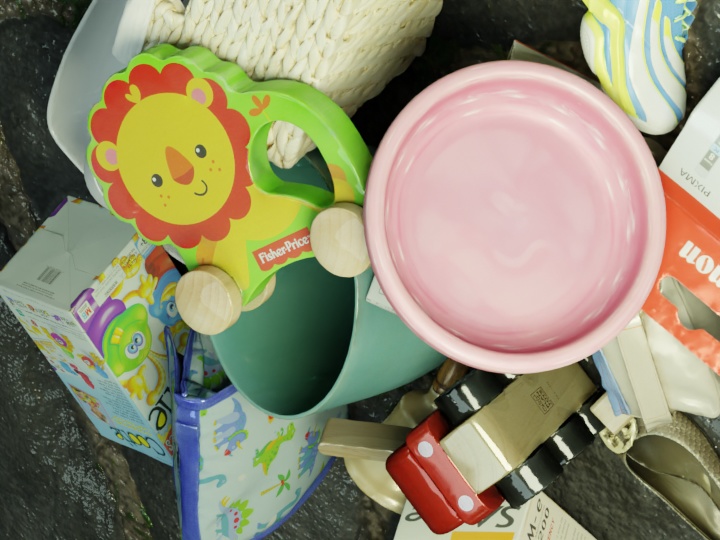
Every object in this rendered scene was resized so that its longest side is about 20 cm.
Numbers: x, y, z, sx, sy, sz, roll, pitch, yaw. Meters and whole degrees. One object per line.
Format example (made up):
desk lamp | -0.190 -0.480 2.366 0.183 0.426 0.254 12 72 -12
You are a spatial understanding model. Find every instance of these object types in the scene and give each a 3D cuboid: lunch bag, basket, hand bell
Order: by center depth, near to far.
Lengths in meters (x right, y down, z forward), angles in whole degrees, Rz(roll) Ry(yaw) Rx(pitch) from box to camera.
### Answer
basket | -0.040 -0.213 1.562 0.160 0.200 0.199 37 135 12
hand bell | 0.070 0.085 1.762 0.104 0.104 0.201 35 123 16
lunch bag | -0.094 0.114 1.810 0.126 0.200 0.171 12 126 18

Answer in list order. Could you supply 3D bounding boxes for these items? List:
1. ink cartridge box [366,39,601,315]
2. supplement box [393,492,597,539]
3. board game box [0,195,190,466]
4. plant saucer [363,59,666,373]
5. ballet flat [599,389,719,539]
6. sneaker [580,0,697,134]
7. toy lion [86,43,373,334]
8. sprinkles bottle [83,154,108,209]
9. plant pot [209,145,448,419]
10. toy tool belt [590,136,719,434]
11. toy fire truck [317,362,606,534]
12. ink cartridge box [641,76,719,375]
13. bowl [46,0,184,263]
ink cartridge box | 0.088 -0.053 1.564 0.050 0.109 0.201 21 91 45
supplement box | 0.131 0.242 1.745 0.125 0.074 0.200 -5 145 41
board game box | -0.196 0.051 1.880 0.104 0.103 0.201 18 149 41
plant saucer | 0.097 -0.033 1.469 0.201 0.200 0.051 53 167 -1
ballet flat | 0.246 0.163 1.676 0.200 0.046 0.068 44 137 12
sneaker | 0.193 -0.186 1.473 0.105 0.076 0.201 -8 111 42
toy lion | -0.088 -0.068 1.527 0.199 0.069 0.193 -22 98 34
sprinkles bottle | -0.144 -0.084 1.676 0.069 0.068 0.200 60 157 -9
plant pot | 0.000 0.000 1.669 0.200 0.160 0.202 10 102 52
toy tool belt | 0.179 0.017 1.586 0.122 0.125 0.201 -18 104 36
toy fire truck | 0.059 0.127 1.665 0.200 0.176 0.129 -39 88 31
ink cartridge box | 0.262 -0.032 1.469 0.160 0.047 0.200 40 102 11
bowl | -0.140 -0.123 1.795 0.200 0.075 0.200 43 135 9
